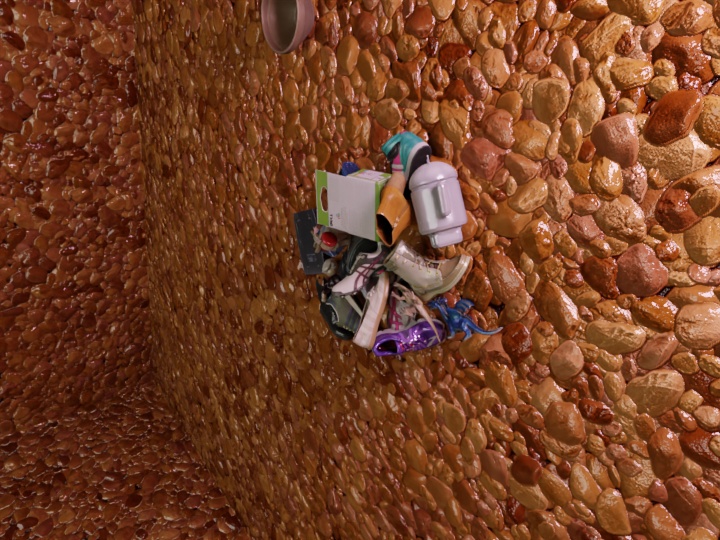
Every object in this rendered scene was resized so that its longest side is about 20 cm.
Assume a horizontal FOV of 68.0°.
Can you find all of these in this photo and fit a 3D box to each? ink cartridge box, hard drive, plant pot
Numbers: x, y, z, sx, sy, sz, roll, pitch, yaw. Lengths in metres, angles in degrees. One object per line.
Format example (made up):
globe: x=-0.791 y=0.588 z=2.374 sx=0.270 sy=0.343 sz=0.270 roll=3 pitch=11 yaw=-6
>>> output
ink cartridge box: x=-0.014 y=-0.173 z=1.317 sx=0.197 sy=0.075 sz=0.151 roll=19 pitch=122 yaw=32
hard drive: x=-0.152 y=-0.091 z=1.699 sx=0.134 sy=0.042 sz=0.205 roll=-4 pitch=99 yaw=52
plant pot: x=-0.193 y=-0.716 z=1.497 sx=0.199 sy=0.091 sz=0.205 roll=20 pitch=117 yaw=47

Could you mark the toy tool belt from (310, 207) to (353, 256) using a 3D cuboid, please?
toy tool belt: x=-0.077 y=-0.095 z=1.482 sx=0.123 sy=0.201 sz=0.124 roll=29 pitch=134 yaw=-3

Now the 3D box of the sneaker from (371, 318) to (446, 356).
sneaker: x=0.123 y=0.183 z=1.350 sx=0.196 sy=0.084 sz=0.082 roll=-18 pitch=102 yaw=12

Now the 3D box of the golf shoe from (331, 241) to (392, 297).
golf shoe: x=0.000 y=0.000 z=1.413 sx=0.089 sy=0.198 sz=0.077 roll=62 pitch=170 yaw=-14

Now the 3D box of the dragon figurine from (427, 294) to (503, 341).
dragon figurine: x=0.234 y=0.107 z=1.250 sx=0.199 sy=0.058 sz=0.101 roll=-2 pitch=108 yaw=59

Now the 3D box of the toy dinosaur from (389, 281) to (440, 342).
toy dinosaur: x=0.135 y=0.083 z=1.307 sx=0.058 sy=0.101 sz=0.201 roll=-48 pitch=62 yaw=16

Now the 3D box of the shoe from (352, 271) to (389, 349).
shoe: x=0.030 y=0.097 z=1.358 sx=0.070 sy=0.052 sz=0.204 roll=153 pitch=132 yaw=-83

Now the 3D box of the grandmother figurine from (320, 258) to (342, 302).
grandmother figurine: x=-0.067 y=0.061 z=1.617 sx=0.061 sy=0.119 sz=0.204 roll=45 pitch=-156 yaw=-81

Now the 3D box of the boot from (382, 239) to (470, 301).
boot: x=0.151 y=-0.016 z=1.260 sx=0.154 sy=0.073 sz=0.200 roll=40 pitch=144 yaw=-8

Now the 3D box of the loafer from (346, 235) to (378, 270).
loafer: x=0.017 y=-0.095 z=1.441 sx=0.203 sy=0.071 sz=0.063 roll=-61 pitch=35 yaw=13

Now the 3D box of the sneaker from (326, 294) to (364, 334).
sneaker: x=-0.025 y=0.143 z=1.548 sx=0.089 sy=0.067 sz=0.202 roll=-33 pitch=91 yaw=15

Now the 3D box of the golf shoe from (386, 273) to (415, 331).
golf shoe: x=0.112 y=0.109 z=1.404 sx=0.091 sy=0.072 sz=0.204 roll=-14 pitch=90 yaw=51

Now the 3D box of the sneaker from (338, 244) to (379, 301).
sneaker: x=0.000 y=0.022 z=1.523 sx=0.114 sy=0.074 sz=0.204 roll=-34 pitch=72 yaw=55

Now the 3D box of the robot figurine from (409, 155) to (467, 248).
robot figurine: x=0.174 y=-0.155 z=1.200 sx=0.170 sy=0.111 sz=0.204 roll=-178 pitch=74 yaw=-85

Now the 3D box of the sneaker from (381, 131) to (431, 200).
sneaker: x=0.093 y=-0.255 z=1.296 sx=0.122 sy=0.082 sz=0.202 roll=56 pitch=144 yaw=30

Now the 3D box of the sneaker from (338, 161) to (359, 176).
sneaker: x=-0.018 y=-0.200 z=1.449 sx=0.079 sy=0.069 sz=0.203 roll=112 pitch=152 yaw=-50

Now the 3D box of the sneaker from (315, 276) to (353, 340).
sneaker: x=-0.081 y=0.118 z=1.666 sx=0.200 sy=0.059 sz=0.106 roll=47 pitch=138 yaw=35

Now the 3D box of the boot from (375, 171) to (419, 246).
boot: x=0.090 y=-0.111 z=1.238 sx=0.070 sy=0.146 sz=0.202 roll=3 pitch=146 yaw=32
